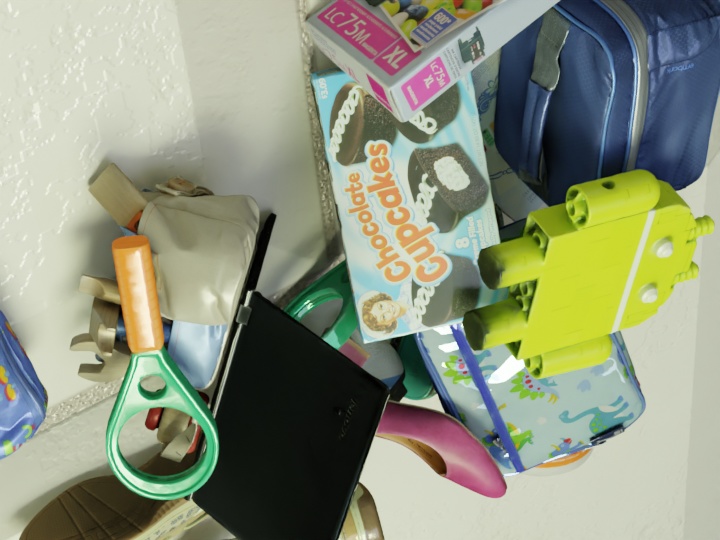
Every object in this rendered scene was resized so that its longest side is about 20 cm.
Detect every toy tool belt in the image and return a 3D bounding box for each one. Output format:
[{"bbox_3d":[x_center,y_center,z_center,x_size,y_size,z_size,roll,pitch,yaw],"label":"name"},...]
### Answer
[{"bbox_3d":[-0.152,0.028,1.264,0.122,0.125,0.202,16,115,-3],"label":"toy tool belt"}]

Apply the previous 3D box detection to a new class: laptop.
[{"bbox_3d":[-0.051,0.096,1.301,0.115,0.200,0.189,17,117,-3],"label":"laptop"}]

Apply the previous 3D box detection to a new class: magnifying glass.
[{"bbox_3d":[-0.143,0.070,1.210,0.079,0.022,0.202,-6,119,-1],"label":"magnifying glass"},{"bbox_3d":[0.000,0.000,1.380,0.200,0.079,0.022,-47,119,-14],"label":"magnifying glass"}]

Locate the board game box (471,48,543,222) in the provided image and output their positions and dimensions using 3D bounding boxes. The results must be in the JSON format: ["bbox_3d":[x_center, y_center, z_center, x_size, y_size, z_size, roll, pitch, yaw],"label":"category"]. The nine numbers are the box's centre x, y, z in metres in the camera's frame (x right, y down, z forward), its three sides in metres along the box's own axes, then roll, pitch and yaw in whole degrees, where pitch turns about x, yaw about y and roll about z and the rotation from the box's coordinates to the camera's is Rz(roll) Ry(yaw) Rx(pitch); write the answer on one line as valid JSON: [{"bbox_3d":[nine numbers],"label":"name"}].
[{"bbox_3d":[0.134,-0.157,1.388,0.200,0.043,0.199,-50,138,4],"label":"board game box"}]

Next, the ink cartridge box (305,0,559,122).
[{"bbox_3d":[0.071,-0.199,1.241,0.199,0.119,0.042,-37,134,-10],"label":"ink cartridge box"}]

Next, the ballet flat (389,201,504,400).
[{"bbox_3d":[0.071,0.013,1.467,0.074,0.074,0.201,-3,128,-39],"label":"ballet flat"}]

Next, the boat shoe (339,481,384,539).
[{"bbox_3d":[-0.036,0.202,1.464,0.075,0.072,0.200,-16,178,-9],"label":"boat shoe"}]

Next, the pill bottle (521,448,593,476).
[{"bbox_3d":[0.164,0.072,1.548,0.113,0.114,0.201,-19,133,-28],"label":"pill bottle"}]

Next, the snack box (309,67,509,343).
[{"bbox_3d":[0.038,-0.056,1.299,0.115,0.037,0.202,-12,104,-3],"label":"snack box"}]

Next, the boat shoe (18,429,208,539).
[{"bbox_3d":[-0.176,0.196,1.394,0.199,0.073,0.063,-23,139,-29],"label":"boat shoe"}]

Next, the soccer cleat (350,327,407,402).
[{"bbox_3d":[-0.051,0.125,1.442,0.200,0.070,0.086,-46,103,-12],"label":"soccer cleat"}]

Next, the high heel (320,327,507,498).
[{"bbox_3d":[0.020,0.141,1.394,0.096,0.199,0.067,-54,-177,-20],"label":"high heel"}]

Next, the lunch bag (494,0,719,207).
[{"bbox_3d":[0.173,-0.129,1.306,0.131,0.136,0.201,-21,136,-24],"label":"lunch bag"}]

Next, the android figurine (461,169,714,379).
[{"bbox_3d":[0.171,0.001,1.294,0.198,0.041,0.183,-12,136,-26],"label":"android figurine"}]

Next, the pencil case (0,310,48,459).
[{"bbox_3d":[-0.269,0.045,1.182,0.201,0.086,0.078,76,34,-46],"label":"pencil case"}]

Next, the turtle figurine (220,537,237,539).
[{"bbox_3d":[-0.125,0.279,1.485,0.199,0.150,0.101,-27,96,-16],"label":"turtle figurine"}]

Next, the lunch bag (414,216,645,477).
[{"bbox_3d":[0.130,0.065,1.419,0.159,0.083,0.201,-21,124,6],"label":"lunch bag"}]
